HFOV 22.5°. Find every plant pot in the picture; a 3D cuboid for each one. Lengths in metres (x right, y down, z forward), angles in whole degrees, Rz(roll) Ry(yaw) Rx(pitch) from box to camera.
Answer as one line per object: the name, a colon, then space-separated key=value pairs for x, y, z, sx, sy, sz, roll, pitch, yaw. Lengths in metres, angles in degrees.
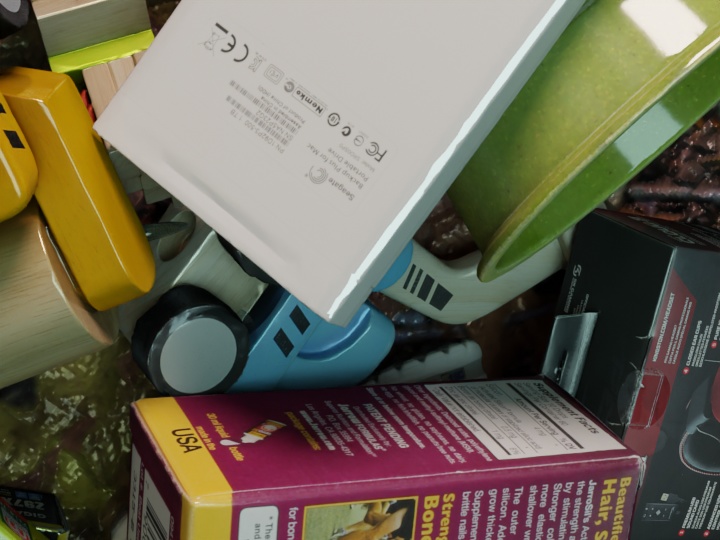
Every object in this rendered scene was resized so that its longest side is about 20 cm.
plant pot: x=0.066 y=-0.130 z=0.771 sx=0.200 sy=0.200 sz=0.190 roll=-41 pitch=81 yaw=-2

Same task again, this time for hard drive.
hard drive: x=0.003 y=-0.097 z=0.689 sx=0.132 sy=0.026 sz=0.200 roll=39 pitch=96 yaw=21

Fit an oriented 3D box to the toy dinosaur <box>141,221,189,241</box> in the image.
toy dinosaur: x=-0.165 y=0.010 z=0.801 sx=0.200 sy=0.077 sz=0.102 roll=-15 pitch=112 yaw=4

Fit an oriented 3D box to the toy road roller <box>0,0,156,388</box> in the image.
toy road roller: x=-0.173 y=-0.032 z=0.670 sx=0.123 sy=0.146 sz=0.200 roll=-22 pitch=108 yaw=9

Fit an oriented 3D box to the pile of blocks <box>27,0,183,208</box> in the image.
pile of blocks: x=-0.127 y=-0.118 z=0.777 sx=0.062 sy=0.082 sz=0.200 roll=-16 pitch=85 yaw=-9

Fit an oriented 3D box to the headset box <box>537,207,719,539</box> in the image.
headset box: x=0.171 y=0.056 z=0.891 sx=0.200 sy=0.075 sz=0.149 roll=6 pitch=103 yaw=-33

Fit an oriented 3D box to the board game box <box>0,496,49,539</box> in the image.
board game box: x=-0.201 y=0.205 z=0.814 sx=0.200 sy=0.048 sz=0.102 roll=-45 pitch=113 yaw=-1

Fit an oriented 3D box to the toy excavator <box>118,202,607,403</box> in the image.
toy excavator: x=0.000 y=0.000 z=0.853 sx=0.200 sy=0.100 sz=0.195 roll=35 pitch=93 yaw=-35

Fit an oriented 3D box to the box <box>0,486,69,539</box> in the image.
box: x=-0.253 y=0.169 z=0.840 sx=0.200 sy=0.049 sz=0.160 roll=13 pitch=103 yaw=-19

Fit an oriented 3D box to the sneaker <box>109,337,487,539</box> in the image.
sneaker: x=-0.021 y=0.102 z=0.864 sx=0.200 sy=0.075 sz=0.082 roll=-22 pitch=92 yaw=-10

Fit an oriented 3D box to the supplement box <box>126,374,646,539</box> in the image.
supplement box: x=0.005 y=0.124 z=0.777 sx=0.200 sy=0.103 sz=0.131 roll=-1 pitch=110 yaw=-21
